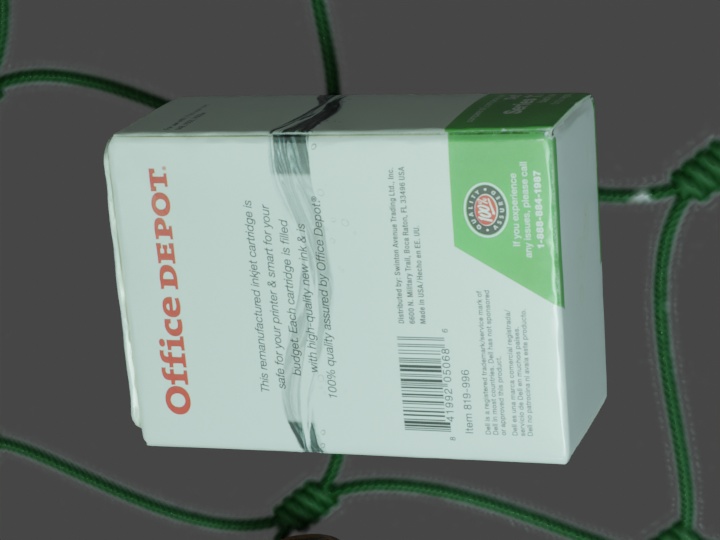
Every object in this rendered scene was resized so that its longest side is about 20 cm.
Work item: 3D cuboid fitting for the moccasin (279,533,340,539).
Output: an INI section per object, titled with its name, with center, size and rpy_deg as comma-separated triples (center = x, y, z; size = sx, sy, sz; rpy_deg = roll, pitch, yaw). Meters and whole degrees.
[moccasin]
center = -0.012, 0.227, 1.065
size = 0.073, 0.078, 0.202
rpy_deg = -3, 105, 20

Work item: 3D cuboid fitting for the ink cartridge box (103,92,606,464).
[ink cartridge box]
center = 0.000, 0.000, 0.988
size = 0.199, 0.083, 0.147
rpy_deg = 2, 107, 18
